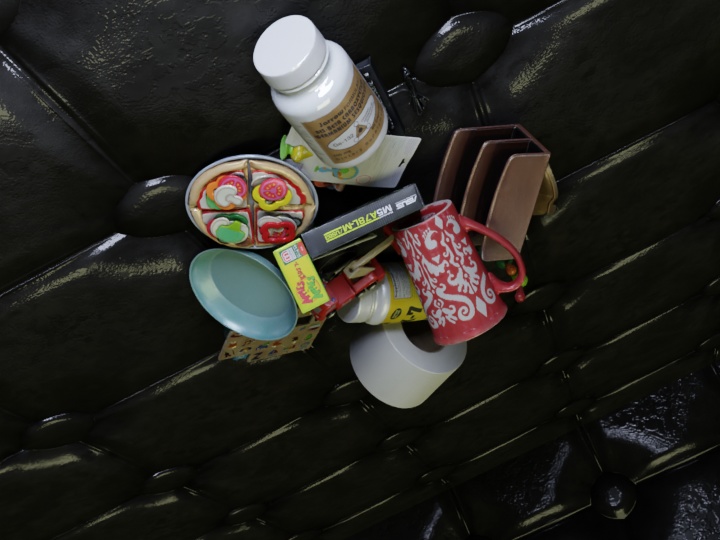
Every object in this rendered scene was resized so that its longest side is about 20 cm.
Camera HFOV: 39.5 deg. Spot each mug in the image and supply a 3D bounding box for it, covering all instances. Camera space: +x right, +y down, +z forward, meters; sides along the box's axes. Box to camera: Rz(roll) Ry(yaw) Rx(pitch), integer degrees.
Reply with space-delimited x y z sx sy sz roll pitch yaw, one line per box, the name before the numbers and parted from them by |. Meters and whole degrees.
mug | 0.155 -0.011 1.622 0.176 0.202 0.133 -31 -166 -17

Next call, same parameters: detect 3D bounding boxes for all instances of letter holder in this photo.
letter holder | 0.204 -0.124 1.638 0.140 0.101 0.203 -6 127 -26

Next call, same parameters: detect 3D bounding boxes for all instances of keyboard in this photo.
keyboard | -0.055 -0.028 1.675 0.198 0.011 0.056 -20 -173 46
keyboard | 0.032 -0.243 1.446 0.126 0.021 0.200 -27 154 6

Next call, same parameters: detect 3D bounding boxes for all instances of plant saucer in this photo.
plant saucer | -0.186 0.031 1.642 0.197 0.036 0.202 16 138 15

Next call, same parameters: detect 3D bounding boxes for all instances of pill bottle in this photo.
pill bottle | 0.056 0.041 1.870 0.197 0.116 0.115 -4 148 -33
pill bottle | -0.051 -0.229 1.291 0.113 0.116 0.200 -29 144 11

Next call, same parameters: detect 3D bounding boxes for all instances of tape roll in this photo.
tape roll | 0.094 0.153 2.002 0.200 0.205 0.139 -1 146 -37

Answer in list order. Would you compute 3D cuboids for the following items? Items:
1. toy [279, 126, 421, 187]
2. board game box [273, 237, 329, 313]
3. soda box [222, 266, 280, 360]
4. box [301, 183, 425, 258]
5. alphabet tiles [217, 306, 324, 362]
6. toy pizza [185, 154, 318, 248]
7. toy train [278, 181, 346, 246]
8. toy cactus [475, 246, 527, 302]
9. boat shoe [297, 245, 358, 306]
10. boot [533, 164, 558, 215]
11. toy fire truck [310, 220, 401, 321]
toy | -0.024 -0.179 1.471 0.197 0.048 0.116 0 147 -22
board game box | -0.093 0.005 1.565 0.047 0.103 0.200 -26 -176 -3
soda box | -0.184 0.079 1.795 0.063 0.069 0.201 -7 149 -30
box | 0.003 -0.079 1.591 0.191 0.048 0.200 -27 -177 0
alphabet tiles | -0.155 0.115 1.803 0.197 0.008 0.168 -10 150 -30
toy pizza | -0.160 -0.092 1.482 0.196 0.032 0.202 -3 141 -2
toy train | -0.086 -0.101 1.567 0.148 0.056 0.201 -5 147 -31
toy cactus | 0.220 -0.032 1.831 0.197 0.167 0.102 15 165 14
boat shoe | -0.073 0.020 1.784 0.199 0.063 0.072 -36 150 23
boot | 0.308 -0.148 1.787 0.074 0.075 0.201 -13 155 3
toy fire truck | 0.000 0.000 1.694 0.199 0.049 0.141 -34 167 -17
